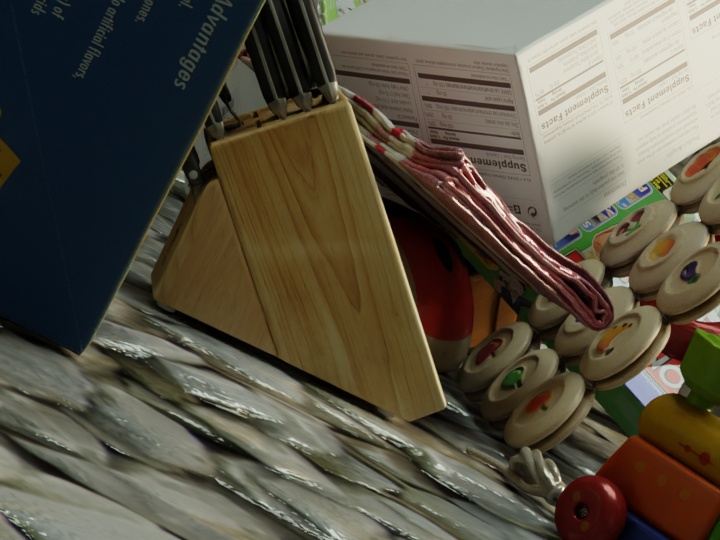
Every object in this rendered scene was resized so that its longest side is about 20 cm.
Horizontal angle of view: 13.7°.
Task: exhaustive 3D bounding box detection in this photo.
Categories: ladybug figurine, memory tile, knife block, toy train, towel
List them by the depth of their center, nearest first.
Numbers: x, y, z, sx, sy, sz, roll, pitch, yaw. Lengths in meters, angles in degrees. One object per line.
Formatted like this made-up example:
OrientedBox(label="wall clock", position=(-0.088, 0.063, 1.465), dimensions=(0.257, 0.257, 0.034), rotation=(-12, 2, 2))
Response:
OrientedBox(label="toy train", position=(0.137, 0.076, 1.332), dimensions=(0.200, 0.116, 0.085), rotation=(33, 9, 39))
OrientedBox(label="knife block", position=(-0.019, -0.048, 1.400), dimensions=(0.199, 0.176, 0.064), rotation=(26, 8, -9))
OrientedBox(label="towel", position=(0.031, -0.047, 1.494), dimensions=(0.144, 0.023, 0.200), rotation=(42, -4, -40))
OrientedBox(label="memory tile", position=(0.137, 0.009, 1.513), dimensions=(0.017, 0.200, 0.153), rotation=(49, 1, -18))
OrientedBox(label="ladybug figurine", position=(0.000, 0.000, 1.549), dimensions=(0.135, 0.072, 0.200), rotation=(28, 7, 12))

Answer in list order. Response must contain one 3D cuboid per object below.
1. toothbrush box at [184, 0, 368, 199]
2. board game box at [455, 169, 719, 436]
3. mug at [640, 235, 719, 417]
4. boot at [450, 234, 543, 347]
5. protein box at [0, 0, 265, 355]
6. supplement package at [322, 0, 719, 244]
OrientedBox(label="toothbrush box", position=(0.013, -0.077, 1.786), dimensions=(0.199, 0.146, 0.086), rotation=(23, 43, -32))
OrientedBox(label="board game box", position=(0.164, 0.023, 1.643), dimensions=(0.134, 0.029, 0.200), rotation=(-30, 70, -38))
OrientedBox(label="mug", position=(0.252, 0.028, 1.563), dimensions=(0.178, 0.133, 0.200), rotation=(54, 46, -10))
OrientedBox(label="boot", position=(0.116, 0.025, 1.715), dimensions=(0.155, 0.201, 0.077), rotation=(-18, 8, -32))
OrientedBox(label="protein box", position=(-0.156, -0.106, 1.216), dimensions=(0.199, 0.199, 0.135), rotation=(26, 7, -9))
OrientedBox(label="supplement package", position=(0.102, -0.111, 1.644), dimensions=(0.155, 0.111, 0.200), rotation=(10, 31, 45))
